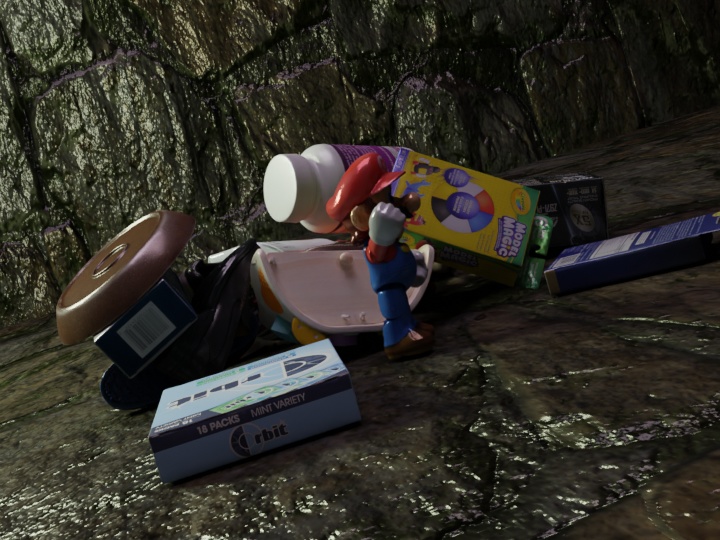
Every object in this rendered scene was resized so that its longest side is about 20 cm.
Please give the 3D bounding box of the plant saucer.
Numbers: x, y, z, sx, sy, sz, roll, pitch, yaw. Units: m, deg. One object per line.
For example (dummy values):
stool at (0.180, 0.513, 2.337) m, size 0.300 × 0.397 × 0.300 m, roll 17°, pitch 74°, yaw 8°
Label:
plant saucer at (-0.267, -0.001, 1.258) m, size 0.199 × 0.035 × 0.201 m, roll -36°, pitch 20°, yaw 15°

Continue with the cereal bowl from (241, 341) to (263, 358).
cereal bowl at (-0.221, 0.081, 1.484) m, size 0.198 × 0.084 × 0.200 m, roll -16°, pitch 7°, yaw 2°

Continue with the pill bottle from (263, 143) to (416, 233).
pill bottle at (-0.019, -0.104, 1.448) m, size 0.198 × 0.114 × 0.112 m, roll -2°, pitch -3°, yaw -35°

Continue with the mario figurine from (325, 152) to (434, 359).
mario figurine at (0.041, -0.020, 1.129) m, size 0.105 × 0.202 × 0.123 m, roll -20°, pitch 8°, yaw -29°

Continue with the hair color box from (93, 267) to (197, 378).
hair color box at (-0.248, 0.039, 1.275) m, size 0.100 × 0.061 × 0.200 m, roll -41°, pitch 21°, yaw -2°

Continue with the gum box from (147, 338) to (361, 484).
gum box at (-0.093, 0.118, 0.999) m, size 0.168 × 0.045 × 0.200 m, roll -17°, pitch 5°, yaw -5°

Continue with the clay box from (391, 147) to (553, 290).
clay box at (0.122, -0.058, 1.299) m, size 0.198 × 0.116 × 0.048 m, roll 16°, pitch -34°, yaw 4°

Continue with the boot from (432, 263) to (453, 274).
boot at (0.050, -0.005, 1.651) m, size 0.145 × 0.071 × 0.200 m, roll -23°, pitch 5°, yaw -1°

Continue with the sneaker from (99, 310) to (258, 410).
sneaker at (-0.208, 0.110, 1.320) m, size 0.198 × 0.071 × 0.078 m, roll -25°, pitch -14°, yaw -20°

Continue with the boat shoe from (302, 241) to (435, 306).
boat shoe at (0.000, 0.000, 1.369) m, size 0.199 × 0.071 × 0.071 m, roll 12°, pitch -53°, yaw -41°

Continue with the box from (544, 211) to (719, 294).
box at (0.306, -0.021, 1.220) m, size 0.198 × 0.033 × 0.121 m, roll -16°, pitch 6°, yaw 24°

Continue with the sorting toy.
sorting toy at (-0.034, 0.044, 1.280) m, size 0.198 × 0.108 × 0.180 m, roll -2°, pitch -13°, yaw -18°

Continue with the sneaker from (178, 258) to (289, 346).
sneaker at (-0.137, 0.033, 1.395) m, size 0.198 × 0.074 × 0.088 m, roll 13°, pitch -43°, yaw -20°

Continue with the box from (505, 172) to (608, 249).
box at (0.226, -0.079, 1.556) m, size 0.197 × 0.087 × 0.164 m, roll -6°, pitch 7°, yaw 3°

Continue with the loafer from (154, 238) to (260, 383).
loafer at (-0.155, 0.050, 1.280) m, size 0.073 × 0.072 × 0.201 m, roll -32°, pitch 24°, yaw 53°

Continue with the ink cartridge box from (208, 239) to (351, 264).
ink cartridge box at (-0.076, -0.029, 1.495) m, size 0.199 × 0.051 × 0.162 m, roll -22°, pitch -8°, yaw 29°
